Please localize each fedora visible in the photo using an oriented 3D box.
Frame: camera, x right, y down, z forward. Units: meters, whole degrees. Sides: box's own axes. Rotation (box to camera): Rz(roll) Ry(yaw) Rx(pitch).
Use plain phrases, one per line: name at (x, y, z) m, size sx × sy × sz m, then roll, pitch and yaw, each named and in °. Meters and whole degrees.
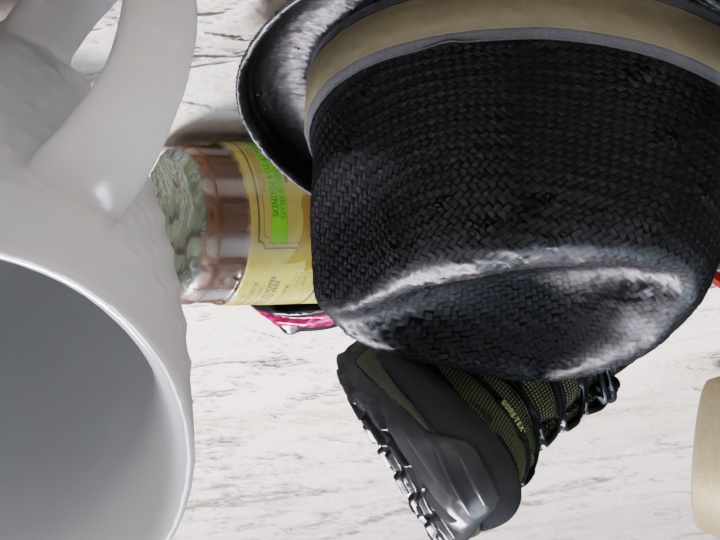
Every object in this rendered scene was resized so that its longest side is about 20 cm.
fedora at (0.050, -0.022, 0.873) m, size 0.201 × 0.092 × 0.201 m, roll 8°, pitch 151°, yaw 4°

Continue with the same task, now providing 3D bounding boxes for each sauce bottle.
sauce bottle at (0.016, -0.020, 1.056) m, size 0.200 × 0.065 × 0.065 m, roll -3°, pitch 167°, yaw -28°

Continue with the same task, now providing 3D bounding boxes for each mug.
mug at (-0.112, -0.014, 0.786) m, size 0.148 × 0.175 × 0.200 m, roll 28°, pitch 116°, yaw -24°

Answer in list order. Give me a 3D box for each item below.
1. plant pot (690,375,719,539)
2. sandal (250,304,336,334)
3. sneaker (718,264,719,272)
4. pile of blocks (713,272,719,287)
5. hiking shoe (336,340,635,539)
plant pot at (0.306, 0.119, 1.631) m, size 0.200 × 0.187 × 0.187 m, roll 4°, pitch 170°, yaw 15°
sandal at (0.000, 0.000, 1.122) m, size 0.200 × 0.045 × 0.075 m, roll -4°, pitch -164°, yaw -20°
sneaker at (0.172, -0.035, 1.025) m, size 0.200 × 0.089 × 0.074 m, roll 24°, pitch -157°, yaw -4°
pile of blocks at (0.179, -0.027, 1.117) m, size 0.200 × 0.062 × 0.082 m, roll -16°, pitch 164°, yaw 36°
hiking shoe at (0.051, 0.032, 0.962) m, size 0.101 × 0.076 × 0.200 m, roll -29°, pitch -168°, yaw 6°
